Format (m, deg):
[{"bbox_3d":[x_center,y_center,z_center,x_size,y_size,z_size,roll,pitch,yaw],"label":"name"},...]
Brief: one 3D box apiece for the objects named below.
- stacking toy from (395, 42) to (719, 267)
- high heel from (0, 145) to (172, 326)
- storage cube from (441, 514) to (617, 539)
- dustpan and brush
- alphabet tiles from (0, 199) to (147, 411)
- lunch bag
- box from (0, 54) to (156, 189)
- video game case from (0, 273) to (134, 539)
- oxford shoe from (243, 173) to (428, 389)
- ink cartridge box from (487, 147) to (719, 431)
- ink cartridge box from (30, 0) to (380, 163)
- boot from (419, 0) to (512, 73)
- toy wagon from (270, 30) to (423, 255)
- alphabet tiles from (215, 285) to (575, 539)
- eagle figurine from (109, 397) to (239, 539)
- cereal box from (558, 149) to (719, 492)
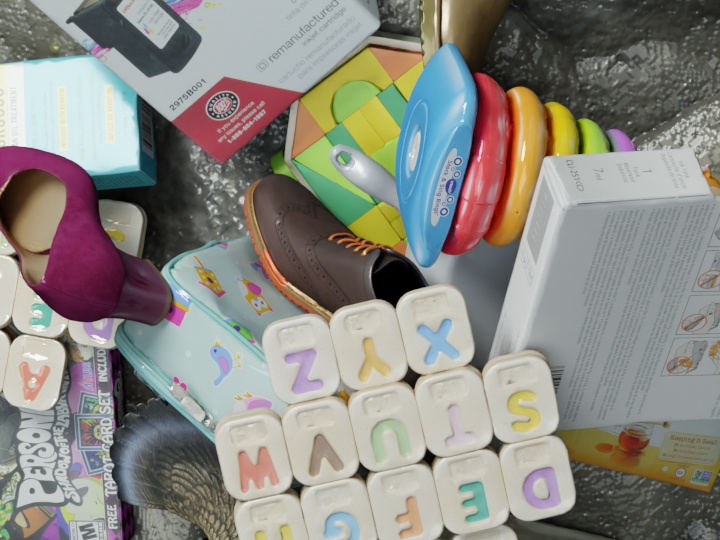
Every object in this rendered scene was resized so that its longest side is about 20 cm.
[{"bbox_3d":[0.125,-0.052,1.248,0.198,0.110,0.117,10,113,-12],"label":"stacking toy"},{"bbox_3d":[-0.198,-0.032,1.264,0.200,0.096,0.068,33,100,41],"label":"high heel"},{"bbox_3d":[0.077,0.270,1.366,0.169,0.200,0.181,15,105,-3],"label":"storage cube"},{"bbox_3d":[0.063,-0.019,1.330,0.199,0.057,0.140,32,99,-30],"label":"dustpan and brush"},{"bbox_3d":[-0.245,-0.012,1.409,0.198,0.015,0.197,10,89,9],"label":"alphabet tiles"},{"bbox_3d":[-0.058,0.059,1.325,0.160,0.200,0.077,44,107,8],"label":"lunch bag"},{"bbox_3d":[-0.237,-0.092,1.384,0.198,0.049,0.083,-5,81,7],"label":"box"},{"bbox_3d":[-0.252,0.094,1.457,0.179,0.036,0.202,1,104,9],"label":"video game case"},{"bbox_3d":[0.000,0.000,1.307,0.200,0.071,0.073,49,135,25],"label":"oxford shoe"},{"bbox_3d":[0.175,0.015,1.240,0.175,0.045,0.201,-3,137,-14],"label":"ink cartridge box"},{"bbox_3d":[-0.108,-0.186,1.297,0.145,0.083,0.200,-39,122,19],"label":"ink cartridge box"},{"bbox_3d":[0.137,-0.183,1.290,0.198,0.066,0.177,2,83,8],"label":"boot"},{"bbox_3d":[0.043,-0.058,1.371,0.155,0.040,0.201,-35,96,16],"label":"toy wagon"},{"bbox_3d":[0.021,0.113,1.220,0.198,0.015,0.197,-12,105,1],"label":"alphabet tiles"},{"bbox_3d":[-0.076,0.175,1.349,0.150,0.200,0.153,1,121,-17],"label":"eagle figurine"},{"bbox_3d":[0.196,0.033,1.343,0.143,0.040,0.201,14,107,-20],"label":"cereal box"}]
